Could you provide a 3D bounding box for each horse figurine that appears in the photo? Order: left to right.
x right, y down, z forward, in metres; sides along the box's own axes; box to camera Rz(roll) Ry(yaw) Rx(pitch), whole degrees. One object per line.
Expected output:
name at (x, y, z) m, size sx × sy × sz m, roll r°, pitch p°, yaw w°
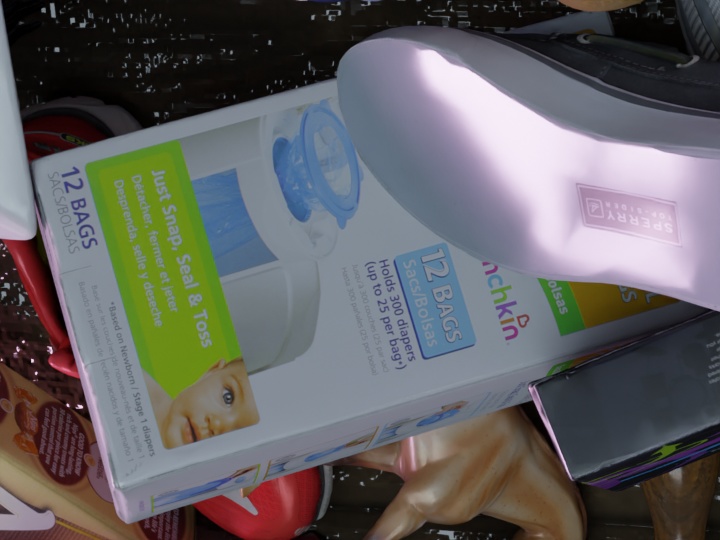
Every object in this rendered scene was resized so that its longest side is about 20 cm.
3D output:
horse figurine at (0.014, 0.036, 0.803) m, size 0.132 × 0.050 × 0.201 m, roll -11°, pitch 96°, yaw -9°

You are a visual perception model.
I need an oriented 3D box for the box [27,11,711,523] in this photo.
box at (0.000, 0.000, 0.718) m, size 0.199 × 0.101 × 0.113 m, roll -15°, pitch 79°, yaw -8°

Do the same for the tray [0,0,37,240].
tray at (-0.185, -0.066, 0.711) m, size 0.199 × 0.022 × 0.108 m, roll 6°, pitch 110°, yaw 42°

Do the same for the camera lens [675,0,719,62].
camera lens at (0.175, -0.111, 0.608) m, size 0.159 × 0.200 × 0.161 m, roll 0°, pitch 77°, yaw 0°

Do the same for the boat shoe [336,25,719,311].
boat shoe at (0.081, -0.038, 0.613) m, size 0.199 × 0.066 × 0.070 m, roll 16°, pitch 126°, yaw 44°

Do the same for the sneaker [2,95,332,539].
sneaker at (-0.086, 0.031, 0.822) m, size 0.077 × 0.085 × 0.201 m, roll -30°, pitch 101°, yaw 24°

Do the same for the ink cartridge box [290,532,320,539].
ink cartridge box at (-0.094, 0.189, 0.819) m, size 0.083 × 0.199 × 0.147 m, roll 47°, pitch 120°, yaw 30°

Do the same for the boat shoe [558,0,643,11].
boat shoe at (0.050, -0.173, 0.596) m, size 0.073 × 0.065 × 0.201 m, roll -20°, pitch 70°, yaw 9°

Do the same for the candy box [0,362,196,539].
candy box at (-0.176, 0.087, 0.851) m, size 0.200 × 0.055 × 0.115 m, roll 37°, pitch 118°, yaw -24°

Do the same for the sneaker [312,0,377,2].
sneaker at (0.018, -0.120, 0.690) m, size 0.199 × 0.082 × 0.074 m, roll 0°, pitch 100°, yaw 51°

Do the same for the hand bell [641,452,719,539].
hand bell at (0.123, 0.121, 0.813) m, size 0.103 × 0.104 × 0.201 m, roll 0°, pitch 100°, yaw 15°

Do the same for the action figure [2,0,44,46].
action figure at (-0.199, -0.118, 0.788) m, size 0.200 × 0.102 × 0.119 m, roll 43°, pitch 132°, yaw 27°

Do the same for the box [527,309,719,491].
box at (0.134, 0.030, 0.687) m, size 0.142 × 0.200 × 0.036 m, roll -23°, pitch 81°, yaw 7°
